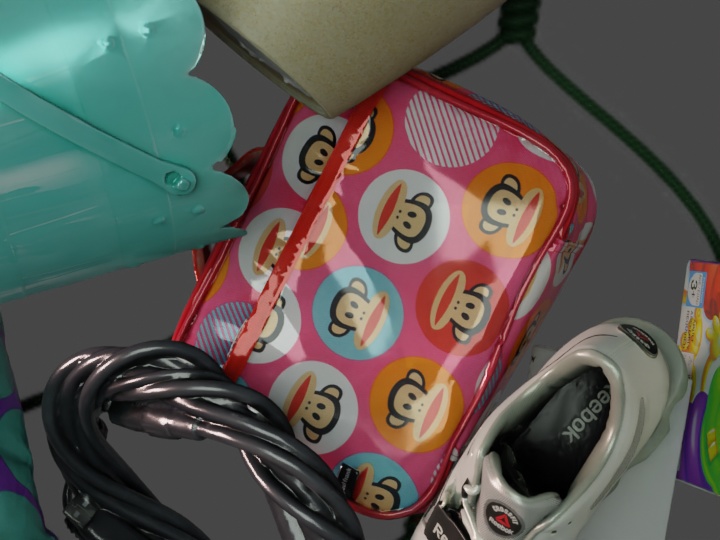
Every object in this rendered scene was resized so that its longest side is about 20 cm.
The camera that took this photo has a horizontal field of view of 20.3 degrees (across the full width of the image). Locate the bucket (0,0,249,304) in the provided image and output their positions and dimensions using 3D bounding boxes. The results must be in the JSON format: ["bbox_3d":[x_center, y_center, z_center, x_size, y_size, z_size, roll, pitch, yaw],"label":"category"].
[{"bbox_3d":[-0.146,-0.086,0.890,0.134,0.207,0.209,-21,85,-12],"label":"bucket"}]

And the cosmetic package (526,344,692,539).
[{"bbox_3d":[0.097,0.140,0.928,0.050,0.082,0.202,9,91,-17],"label":"cosmetic package"}]

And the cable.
[{"bbox_3d":[-0.060,0.112,0.939,0.199,0.051,0.164,32,136,15],"label":"cable"}]

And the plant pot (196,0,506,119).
[{"bbox_3d":[0.013,-0.174,0.883,0.187,0.187,0.200,38,87,9],"label":"plant pot"}]

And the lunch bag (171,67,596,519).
[{"bbox_3d":[0.000,0.000,0.959,0.175,0.082,0.201,28,95,15],"label":"lunch bag"}]

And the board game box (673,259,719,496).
[{"bbox_3d":[0.215,0.054,0.838,0.104,0.200,0.104,7,91,-14],"label":"board game box"}]

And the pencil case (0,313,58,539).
[{"bbox_3d":[-0.194,0.070,0.947,0.085,0.092,0.201,-38,55,29],"label":"pencil case"}]

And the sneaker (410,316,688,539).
[{"bbox_3d":[0.059,0.106,0.852,0.074,0.088,0.201,33,102,19],"label":"sneaker"}]
